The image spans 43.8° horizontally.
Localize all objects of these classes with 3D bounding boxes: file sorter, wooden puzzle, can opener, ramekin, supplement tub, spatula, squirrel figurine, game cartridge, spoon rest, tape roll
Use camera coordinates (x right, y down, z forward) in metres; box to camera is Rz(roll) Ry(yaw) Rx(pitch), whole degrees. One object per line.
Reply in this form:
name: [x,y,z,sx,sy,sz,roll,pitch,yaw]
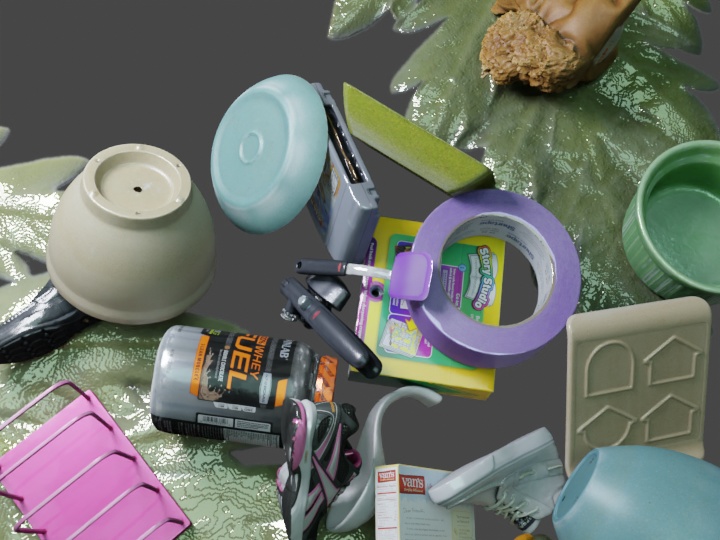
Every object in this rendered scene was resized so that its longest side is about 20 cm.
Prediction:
file sorter: [-0.305,0.239,0.972,0.139,0.126,0.200,-38,77,-14]
wooden puzzle: [0.317,0.137,1.044,0.184,0.046,0.202,-7,103,-15]
can opener: [-0.037,0.059,1.038,0.079,0.063,0.200,-52,37,8]
ramekin: [0.428,-0.052,1.124,0.198,0.098,0.202,1,71,-3]
supplement tub: [-0.129,0.134,1.018,0.198,0.123,0.123,7,71,-1]
spatula: [0.000,0.000,1.040,0.199,0.021,0.057,6,79,33]
squirrel figurine: [0.242,-0.333,1.193,0.186,0.142,0.200,40,71,17]
game cartridge: [-0.035,-0.111,1.094,0.041,0.134,0.201,-8,57,-26]
spoon rest: [0.017,0.210,1.023,0.061,0.099,0.200,39,63,-5]
tape roll: [0.152,0.009,1.046,0.198,0.066,0.202,2,71,-5]

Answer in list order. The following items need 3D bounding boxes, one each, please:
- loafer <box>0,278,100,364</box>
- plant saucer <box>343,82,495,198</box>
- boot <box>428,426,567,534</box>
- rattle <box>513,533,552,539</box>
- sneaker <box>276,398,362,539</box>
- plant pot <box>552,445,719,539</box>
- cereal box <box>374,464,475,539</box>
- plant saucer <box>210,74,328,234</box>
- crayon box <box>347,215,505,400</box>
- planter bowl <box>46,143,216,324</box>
loafer: [-0.358,0.043,1.068,0.200,0.068,0.071,-30,67,-18]
plant saucer: [0.068,-0.145,1.100,0.199,0.200,0.048,32,96,8]
boot: [0.165,0.246,0.988,0.199,0.073,0.096,-14,73,-41]
rattle: [0.217,0.380,0.950,0.129,0.143,0.201,-13,65,-26]
sneaker: [-0.041,0.224,0.965,0.086,0.201,0.081,-3,37,-15]
plant pot: [0.286,0.265,0.952,0.134,0.200,0.201,33,73,5]
cereal box: [0.073,0.317,0.967,0.039,0.143,0.202,-16,65,38]
plant saucer: [-0.123,-0.146,1.091,0.199,0.036,0.202,-9,76,40]
crayon box: [0.083,0.045,1.094,0.171,0.058,0.202,9,70,-2]
planter bowl: [-0.260,-0.059,1.033,0.199,0.135,0.201,9,47,-9]
